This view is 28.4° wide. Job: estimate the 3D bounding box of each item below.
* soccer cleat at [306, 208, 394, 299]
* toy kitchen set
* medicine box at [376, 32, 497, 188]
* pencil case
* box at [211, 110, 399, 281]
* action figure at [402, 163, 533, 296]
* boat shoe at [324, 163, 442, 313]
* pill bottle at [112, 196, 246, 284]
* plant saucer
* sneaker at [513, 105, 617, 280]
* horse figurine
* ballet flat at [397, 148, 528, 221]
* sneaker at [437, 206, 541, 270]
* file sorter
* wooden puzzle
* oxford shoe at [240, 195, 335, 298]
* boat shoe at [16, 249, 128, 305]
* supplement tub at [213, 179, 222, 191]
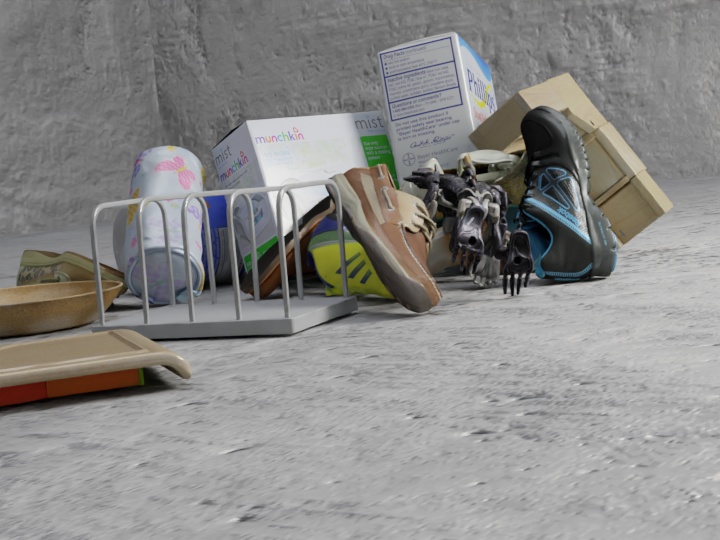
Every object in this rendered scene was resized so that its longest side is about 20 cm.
[{"bbox_3d":[0.001,0.000,1.436,0.065,0.084,0.200,27,7,-29],"label":"soccer cleat"},{"bbox_3d":[0.213,-0.088,1.621,0.163,0.200,0.180,-41,-7,29],"label":"toy kitchen set"},{"bbox_3d":[0.106,-0.164,1.723,0.103,0.200,0.182,-11,-7,16],"label":"medicine box"},{"bbox_3d":[-0.212,-0.052,1.571,0.091,0.083,0.200,26,34,-26],"label":"pencil case"},{"bbox_3d":[-0.052,-0.087,1.682,0.200,0.177,0.097,-8,-13,-36],"label":"box"},{"bbox_3d":[0.099,-0.040,1.382,0.119,0.102,0.200,17,16,-15],"label":"action figure"},{"bbox_3d":[0.032,-0.040,1.300,0.072,0.076,0.200,-28,45,-4],"label":"boat shoe"},{"bbox_3d":[-0.189,-0.038,1.727,0.200,0.112,0.112,-10,7,-35],"label":"pill bottle"},{"bbox_3d":[-0.337,0.040,1.429,0.200,0.035,0.200,-6,5,1],"label":"plant saucer"},{"bbox_3d":[0.190,-0.080,1.423,0.082,0.200,0.073,-11,-30,-9],"label":"sneaker"},{"bbox_3d":[0.073,-0.038,1.513,0.200,0.133,0.050,-19,12,28],"label":"horse figurine"},{"bbox_3d":[0.103,-0.094,1.534,0.200,0.071,0.071,-8,3,27],"label":"ballet flat"},{"bbox_3d":[0.175,-0.041,1.594,0.200,0.080,0.131,11,3,33],"label":"sneaker"},{"bbox_3d":[-0.125,-0.010,1.277,0.200,0.125,0.139,-4,5,23],"label":"file sorter"},{"bbox_3d":[-0.234,0.071,1.015,0.200,0.037,0.185,-2,3,-18],"label":"wooden puzzle"},{"bbox_3d":[-0.052,-0.020,1.551,0.071,0.071,0.200,-25,13,49],"label":"oxford shoe"},{"bbox_3d":[-0.323,0.018,1.590,0.073,0.063,0.200,27,-14,-36],"label":"boat shoe"},{"bbox_3d":[-0.102,-0.081,1.926,0.145,0.146,0.200,-3,6,22],"label":"supplement tub"}]
